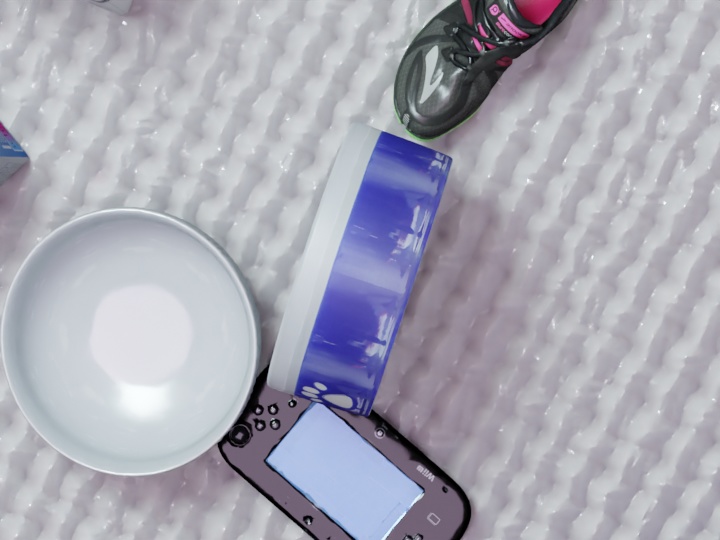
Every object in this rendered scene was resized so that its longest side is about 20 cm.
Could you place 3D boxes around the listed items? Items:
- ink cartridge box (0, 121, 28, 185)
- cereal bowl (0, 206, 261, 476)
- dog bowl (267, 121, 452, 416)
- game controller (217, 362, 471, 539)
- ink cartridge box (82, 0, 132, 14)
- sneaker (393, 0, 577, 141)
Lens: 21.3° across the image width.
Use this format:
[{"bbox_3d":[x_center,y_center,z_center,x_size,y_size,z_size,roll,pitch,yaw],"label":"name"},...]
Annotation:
[{"bbox_3d":[-0.337,-0.066,1.407,0.136,0.200,0.076,-43,90,6],"label":"ink cartridge box"},{"bbox_3d":[-0.169,0.051,1.459,0.198,0.083,0.202,0,95,5],"label":"cereal bowl"},{"bbox_3d":[0.000,0.000,1.382,0.078,0.200,0.202,18,96,1],"label":"dog bowl"},{"bbox_3d":[-0.012,0.157,1.474,0.200,0.042,0.105,40,96,1],"label":"game controller"},{"bbox_3d":[-0.238,-0.258,1.385,0.146,0.200,0.084,22,93,3],"label":"ink cartridge box"},{"bbox_3d":[0.096,-0.181,1.418,0.077,0.084,0.200,42,96,2],"label":"sneaker"}]
